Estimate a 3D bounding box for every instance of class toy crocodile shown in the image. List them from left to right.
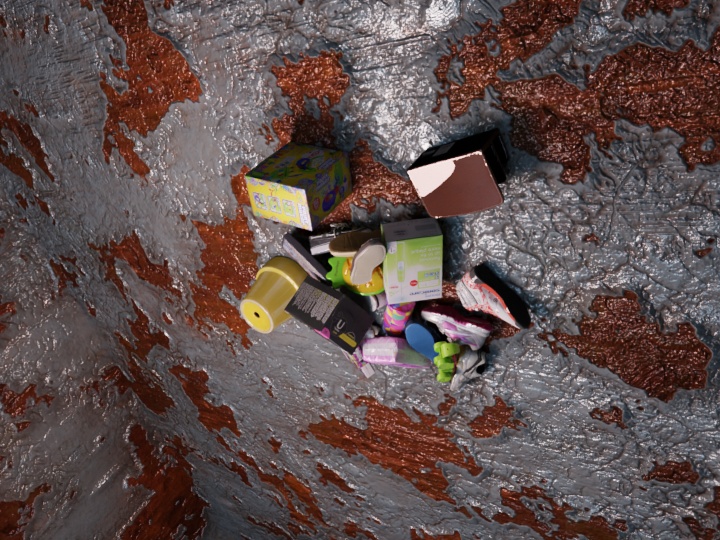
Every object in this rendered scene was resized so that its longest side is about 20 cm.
[{"bbox_3d":[0.236,0.250,1.702,0.061,0.068,0.201,-8,144,1],"label":"toy crocodile"}]

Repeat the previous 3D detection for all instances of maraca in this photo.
[{"bbox_3d":[0.000,0.000,1.723,0.198,0.139,0.107,3,163,19],"label":"maraca"}]

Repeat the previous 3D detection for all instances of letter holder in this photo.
[{"bbox_3d":[0.230,-0.209,1.392,0.199,0.101,0.143,-9,120,42],"label":"letter holder"}]

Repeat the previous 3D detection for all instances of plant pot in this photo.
[{"bbox_3d":[-0.274,0.089,1.971,0.199,0.189,0.202,22,135,24],"label":"plant pot"}]

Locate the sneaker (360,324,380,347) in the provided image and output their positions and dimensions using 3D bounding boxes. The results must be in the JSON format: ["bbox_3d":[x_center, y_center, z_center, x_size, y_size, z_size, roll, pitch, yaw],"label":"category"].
[{"bbox_3d":[0.011,0.175,1.928,0.084,0.073,0.201,-35,92,14],"label":"sneaker"}]

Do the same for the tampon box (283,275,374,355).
[{"bbox_3d":[-0.090,0.125,1.772,0.150,0.127,0.199,40,170,-38],"label":"tampon box"}]

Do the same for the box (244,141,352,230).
[{"bbox_3d":[-0.155,-0.223,1.605,0.191,0.200,0.123,16,133,28],"label":"box"}]

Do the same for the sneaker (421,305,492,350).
[{"bbox_3d":[0.250,0.158,1.678,0.198,0.081,0.089,21,111,24],"label":"sneaker"}]

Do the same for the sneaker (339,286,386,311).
[{"bbox_3d":[0.010,0.057,1.813,0.199,0.080,0.077,30,137,45],"label":"sneaker"}]

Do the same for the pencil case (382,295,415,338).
[{"bbox_3d":[0.105,0.118,1.741,0.088,0.089,0.201,29,153,15],"label":"pencil case"}]

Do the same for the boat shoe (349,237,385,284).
[{"bbox_3d":[0.015,-0.033,1.565,0.071,0.060,0.200,2,152,-12],"label":"boat shoe"}]

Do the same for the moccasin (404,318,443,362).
[{"bbox_3d":[0.180,0.192,1.749,0.080,0.069,0.200,-25,131,18],"label":"moccasin"}]

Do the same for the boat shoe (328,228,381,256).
[{"bbox_3d":[0.015,-0.061,1.648,0.197,0.074,0.070,-9,141,-2],"label":"boat shoe"}]

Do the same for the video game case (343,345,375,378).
[{"bbox_3d":[-0.041,0.226,1.944,0.182,0.036,0.200,60,168,-20],"label":"video game case"}]

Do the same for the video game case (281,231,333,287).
[{"bbox_3d":[-0.156,-0.023,1.841,0.200,0.026,0.181,45,170,-3],"label":"video game case"}]

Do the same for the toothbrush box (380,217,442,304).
[{"bbox_3d":[0.131,-0.023,1.587,0.144,0.087,0.202,-7,129,-3],"label":"toothbrush box"}]

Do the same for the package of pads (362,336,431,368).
[{"bbox_3d":[0.110,0.239,1.801,0.120,0.077,0.199,-1,167,38],"label":"package of pads"}]

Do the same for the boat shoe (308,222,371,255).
[{"bbox_3d":[-0.058,-0.098,1.734,0.198,0.073,0.069,-16,85,34],"label":"boat shoe"}]

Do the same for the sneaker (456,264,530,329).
[{"bbox_3d":[0.333,0.084,1.583,0.201,0.067,0.108,46,140,2],"label":"sneaker"}]

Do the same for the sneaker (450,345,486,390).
[{"bbox_3d":[0.307,0.290,1.770,0.087,0.076,0.201,10,144,4],"label":"sneaker"}]
